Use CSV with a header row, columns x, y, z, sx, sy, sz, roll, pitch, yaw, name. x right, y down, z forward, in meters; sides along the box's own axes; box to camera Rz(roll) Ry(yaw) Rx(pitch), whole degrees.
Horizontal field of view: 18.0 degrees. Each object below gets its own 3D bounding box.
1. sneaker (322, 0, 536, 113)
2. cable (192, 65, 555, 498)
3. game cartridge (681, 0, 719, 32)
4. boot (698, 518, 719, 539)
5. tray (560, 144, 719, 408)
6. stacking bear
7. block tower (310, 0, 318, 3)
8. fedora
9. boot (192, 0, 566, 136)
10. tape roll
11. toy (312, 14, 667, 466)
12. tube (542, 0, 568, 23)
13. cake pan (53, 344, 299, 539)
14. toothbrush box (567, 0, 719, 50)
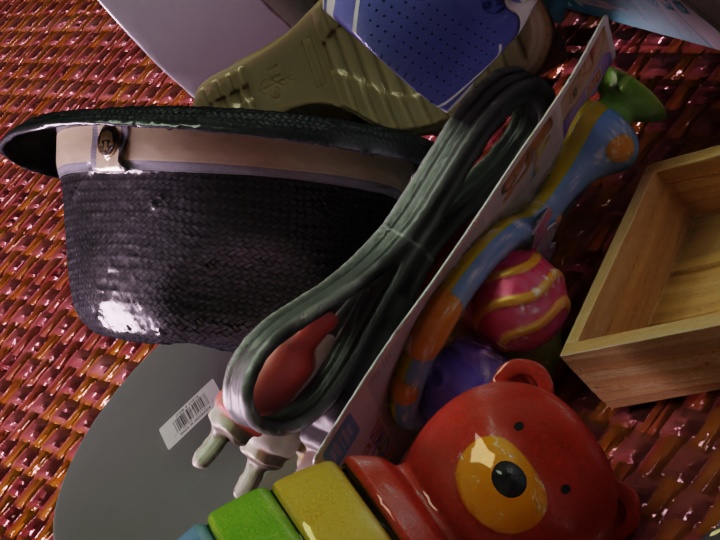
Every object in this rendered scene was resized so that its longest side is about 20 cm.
x,y,z,sx,sy,sz,roll,pitch,yaw,name
0.068,-0.155,0.826,0.199,0.081,0.115,-56,17,-1,sneaker
0.000,0.000,0.872,0.050,0.097,0.200,23,85,40,cable
0.189,-0.175,0.890,0.042,0.133,0.200,9,66,59,game cartridge
0.107,0.104,0.661,0.151,0.073,0.200,-39,7,41,boot
0.169,-0.011,0.794,0.200,0.037,0.099,-15,38,47,tray
-0.001,0.112,0.782,0.200,0.121,0.114,-34,-16,-4,stacking bear
0.015,-0.186,1.166,0.054,0.058,0.200,-54,-1,-21,block tower
-0.055,-0.012,0.946,0.201,0.201,0.092,-1,83,55,fedora
0.041,-0.099,1.006,0.200,0.072,0.166,-10,3,43,boot
-0.096,-0.171,1.234,0.066,0.200,0.200,-40,26,12,tape roll
0.060,0.012,0.871,0.047,0.115,0.200,27,77,17,toy
0.068,-0.137,1.002,0.050,0.077,0.200,-63,3,-4,tube
-0.061,0.075,1.002,0.200,0.037,0.200,-35,27,21,cake pan
0.156,-0.185,1.018,0.146,0.085,0.200,-48,27,-4,toothbrush box
